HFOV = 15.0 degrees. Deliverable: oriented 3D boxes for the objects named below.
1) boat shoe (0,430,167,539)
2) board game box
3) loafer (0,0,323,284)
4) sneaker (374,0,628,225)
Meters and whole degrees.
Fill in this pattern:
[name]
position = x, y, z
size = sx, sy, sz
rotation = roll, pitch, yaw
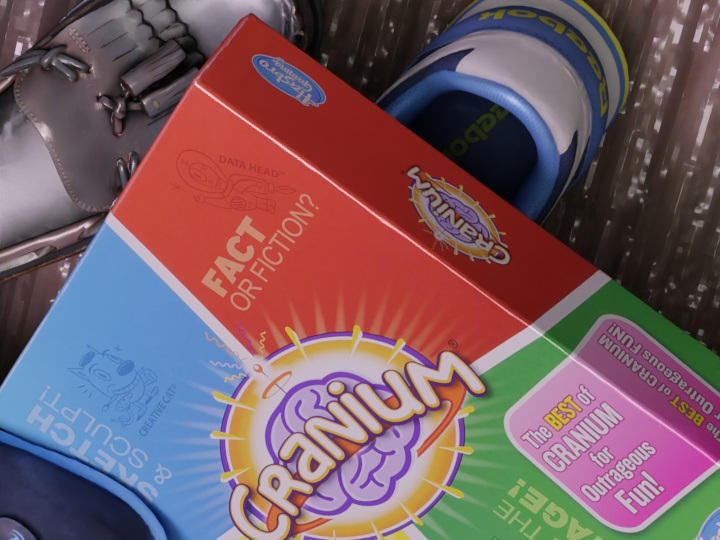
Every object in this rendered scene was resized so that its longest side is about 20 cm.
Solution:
[boat shoe]
position = -0.156, 0.067, 0.802
size = 0.199, 0.069, 0.085
rotation = 12, 124, 16
[board game box]
position = 0.008, 0.044, 0.782
size = 0.200, 0.040, 0.153
rotation = 35, 129, -1
[loafer]
position = -0.099, -0.031, 0.840
size = 0.199, 0.063, 0.072
rotation = -31, 98, 13
[sneaker]
position = 0.000, 0.000, 0.826
size = 0.074, 0.082, 0.200
rotation = 36, 109, -3
